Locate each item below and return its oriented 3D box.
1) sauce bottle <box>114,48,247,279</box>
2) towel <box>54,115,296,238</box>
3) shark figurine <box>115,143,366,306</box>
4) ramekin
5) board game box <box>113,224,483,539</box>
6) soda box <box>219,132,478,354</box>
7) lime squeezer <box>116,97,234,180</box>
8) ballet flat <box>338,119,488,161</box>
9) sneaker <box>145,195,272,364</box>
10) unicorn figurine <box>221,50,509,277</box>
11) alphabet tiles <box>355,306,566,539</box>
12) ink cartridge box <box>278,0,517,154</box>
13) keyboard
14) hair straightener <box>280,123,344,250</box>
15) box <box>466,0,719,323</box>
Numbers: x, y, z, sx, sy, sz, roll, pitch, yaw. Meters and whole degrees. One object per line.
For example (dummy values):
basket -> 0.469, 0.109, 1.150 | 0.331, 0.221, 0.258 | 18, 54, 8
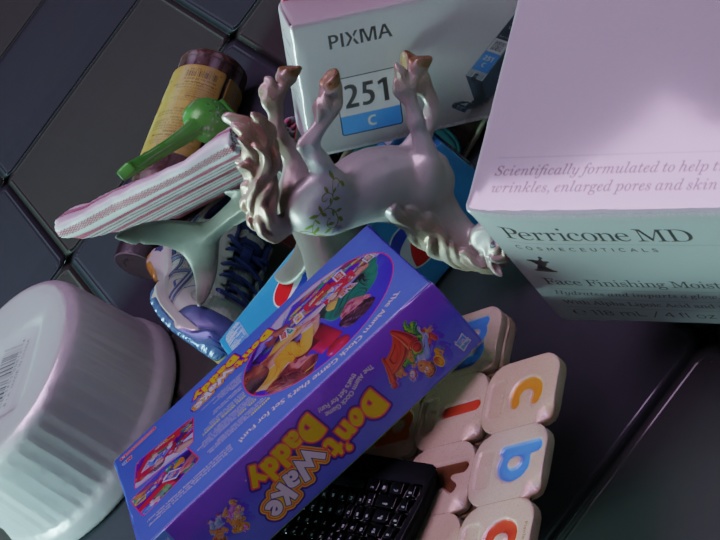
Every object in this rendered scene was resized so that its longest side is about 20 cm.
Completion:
sauce bottle -> -0.152, -0.088, 1.430 | 0.065, 0.065, 0.201 | -14, 47, 46
towel -> -0.116, -0.069, 1.222 | 0.146, 0.030, 0.200 | -26, -2, 19
shark figurine -> -0.064, -0.048, 1.122 | 0.214, 0.089, 0.129 | 6, 64, 52
ramekin -> -0.242, 0.105, 1.333 | 0.200, 0.098, 0.201 | -33, 37, 30
board game box -> -0.039, 0.072, 0.933 | 0.200, 0.045, 0.134 | -43, 20, 0
soda box -> 0.000, 0.000, 1.138 | 0.200, 0.068, 0.064 | -50, 31, 6
lime squeezer -> -0.115, -0.094, 1.276 | 0.071, 0.038, 0.200 | -60, -7, 10
ballet flat -> 0.058, -0.111, 1.182 | 0.200, 0.069, 0.070 | -43, 33, 20
sneaker -> -0.103, 0.001, 1.263 | 0.088, 0.075, 0.200 | -47, 28, 7
unicorn figurine -> 0.019, -0.058, 1.033 | 0.074, 0.199, 0.138 | -124, 29, -75
alphabet tiles -> 0.026, 0.115, 0.891 | 0.195, 0.015, 0.201 | -22, 44, 44
ink cartridge box -> 0.048, -0.174, 1.060 | 0.199, 0.177, 0.045 | -14, 33, -7
keyboard -> -0.046, 0.135, 0.920 | 0.200, 0.040, 0.105 | -3, 57, 55
hair straightener -> -0.024, -0.099, 1.191 | 0.041, 0.201, 0.077 | 31, 54, 20
box -> 0.182, -0.086, 0.854 | 0.198, 0.131, 0.201 | 1, 64, 33
